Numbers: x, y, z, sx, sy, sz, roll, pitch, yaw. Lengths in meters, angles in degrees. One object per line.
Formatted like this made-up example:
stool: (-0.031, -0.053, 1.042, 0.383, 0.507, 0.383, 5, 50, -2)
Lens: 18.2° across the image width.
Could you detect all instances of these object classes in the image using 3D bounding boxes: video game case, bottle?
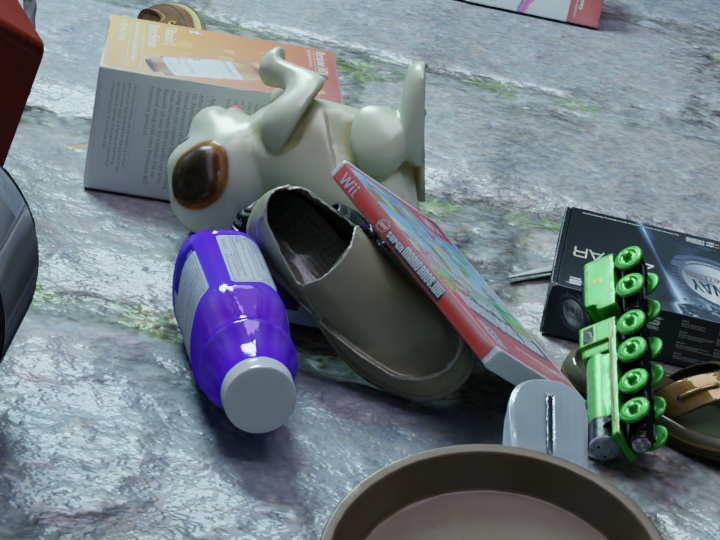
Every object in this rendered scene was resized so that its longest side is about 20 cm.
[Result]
video game case: (0.069, 0.014, 1.559, 0.200, 0.017, 0.143, 51, 11, 34)
bottle: (-0.082, 0.042, 1.482, 0.065, 0.084, 0.200, 0, 22, -13)

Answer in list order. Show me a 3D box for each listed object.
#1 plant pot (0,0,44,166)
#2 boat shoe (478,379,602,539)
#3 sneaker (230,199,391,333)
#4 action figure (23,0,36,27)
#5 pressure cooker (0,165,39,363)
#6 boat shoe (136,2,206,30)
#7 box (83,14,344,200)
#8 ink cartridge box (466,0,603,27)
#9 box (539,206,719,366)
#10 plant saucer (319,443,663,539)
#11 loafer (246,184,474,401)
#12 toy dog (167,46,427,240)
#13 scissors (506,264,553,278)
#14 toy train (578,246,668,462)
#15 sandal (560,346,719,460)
plant pot: (-0.354, -0.154, 1.718, 0.175, 0.201, 0.200, 16, 17, -25)
boat shoe: (0.107, 0.150, 1.331, 0.072, 0.062, 0.200, 8, 39, 5)
sneaker: (0.000, 0.000, 1.628, 0.199, 0.088, 0.076, 9, 21, -8)
action figure: (-0.352, -0.182, 1.880, 0.199, 0.105, 0.193, -15, 5, 43)
pressure cooker: (-0.288, 0.012, 1.320, 0.175, 0.180, 0.200, 13, 20, -3)
boat shoe: (-0.178, -0.199, 2.067, 0.067, 0.072, 0.200, 4, 25, -24)
box: (-0.122, -0.127, 1.865, 0.199, 0.107, 0.152, 8, 21, -8)
ink cartridge box: (0.190, -0.351, 2.655, 0.199, 0.068, 0.117, 11, 21, -1)
box: (0.246, 0.020, 1.757, 0.199, 0.044, 0.160, 14, 25, 5)
plant saucer: (0.074, 0.174, 1.228, 0.199, 0.030, 0.201, 3, 41, -2)
loafer: (-0.006, 0.013, 1.542, 0.200, 0.076, 0.068, 39, -10, 17)
toy dog: (-0.049, -0.071, 1.726, 0.199, 0.195, 0.140, 2, -6, 3)
scissors: (0.198, -0.007, 1.854, 0.073, 0.014, 0.200, 23, 23, 27)
toy train: (0.180, 0.058, 1.564, 0.056, 0.042, 0.201, -22, 35, 22)
sandal: (0.232, 0.086, 1.577, 0.199, 0.054, 0.080, 24, 24, 28)
